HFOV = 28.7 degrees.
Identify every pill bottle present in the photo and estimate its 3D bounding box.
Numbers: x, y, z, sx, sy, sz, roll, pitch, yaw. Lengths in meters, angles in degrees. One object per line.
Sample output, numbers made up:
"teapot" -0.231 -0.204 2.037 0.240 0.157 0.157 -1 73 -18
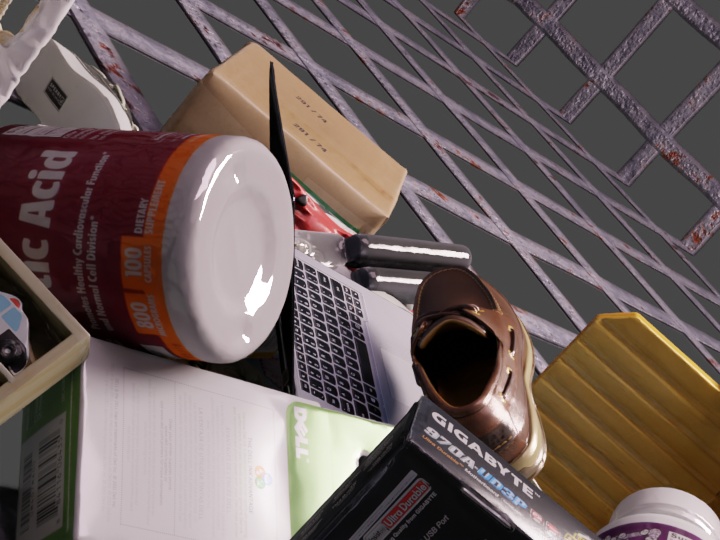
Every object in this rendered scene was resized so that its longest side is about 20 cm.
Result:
"pill bottle" -0.146 -0.018 0.727 0.200 0.114 0.114 5 2 24
"pill bottle" 0.189 0.231 0.924 0.112 0.112 0.200 40 30 -3

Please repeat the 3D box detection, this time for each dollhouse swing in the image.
"dollhouse swing" 0.214 0.161 1.069 0.176 0.200 0.182 38 17 -13

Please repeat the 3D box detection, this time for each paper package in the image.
"paper package" -0.071 -0.095 1.262 0.200 0.103 0.191 40 18 -5

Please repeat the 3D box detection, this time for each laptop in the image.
"laptop" 0.000 0.000 0.873 0.200 0.116 0.187 30 23 -23

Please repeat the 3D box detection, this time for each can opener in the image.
"can opener" -0.004 0.005 1.058 0.200 0.067 0.053 5 63 -38

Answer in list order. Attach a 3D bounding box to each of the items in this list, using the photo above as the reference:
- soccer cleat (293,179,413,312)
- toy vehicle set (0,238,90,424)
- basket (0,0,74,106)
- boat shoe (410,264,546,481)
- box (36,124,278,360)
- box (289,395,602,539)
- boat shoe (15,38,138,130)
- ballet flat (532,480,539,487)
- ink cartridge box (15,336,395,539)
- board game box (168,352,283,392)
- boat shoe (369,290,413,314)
"soccer cleat" -0.035 -0.012 1.113 0.200 0.069 0.085 43 -15 -22
"toy vehicle set" -0.236 0.002 0.639 0.200 0.124 0.027 44 -26 12
"basket" -0.304 -0.221 0.908 0.161 0.198 0.200 45 17 26
"boat shoe" 0.065 0.049 0.854 0.200 0.072 0.068 -98 163 -58
"box" -0.137 -0.025 0.906 0.200 0.041 0.119 49 19 20
"box" 0.021 0.178 0.604 0.159 0.200 0.046 39 19 -4
"boat shoe" -0.201 -0.112 1.072 0.064 0.071 0.200 23 23 -43
"ballet flat" 0.089 0.153 0.998 0.200 0.071 0.071 53 17 2
"ink cartridge box" -0.071 0.113 0.711 0.200 0.059 0.104 20 52 -35
"board game box" -0.102 0.085 0.840 0.200 0.041 0.200 32 19 -28
"boat shoe" 0.034 0.070 1.044 0.072 0.070 0.201 48 15 33
